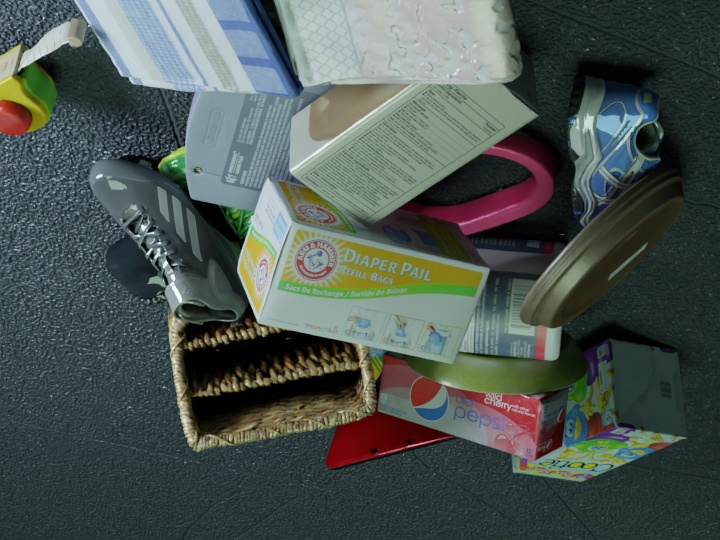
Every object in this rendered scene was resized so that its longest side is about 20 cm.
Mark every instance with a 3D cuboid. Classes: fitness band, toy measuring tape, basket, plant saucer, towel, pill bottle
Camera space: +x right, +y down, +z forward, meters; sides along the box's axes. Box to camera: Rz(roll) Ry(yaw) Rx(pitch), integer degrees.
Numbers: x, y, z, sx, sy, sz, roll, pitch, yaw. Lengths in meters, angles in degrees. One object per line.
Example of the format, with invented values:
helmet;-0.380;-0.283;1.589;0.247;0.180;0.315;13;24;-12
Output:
fitness band;0.092;-0.085;1.418;0.199;0.038;0.143;-18;141;41
toy measuring tape;-0.289;-0.170;1.351;0.199;0.074;0.073;-19;140;42
basket;-0.092;0.077;1.513;0.198;0.149;0.144;-9;107;-5
plant saucer;0.226;-0.016;1.366;0.029;0.200;0.200;46;155;16
plant saucer;0.144;0.080;1.594;0.198;0.200;0.031;5;107;8
towel;0.015;-0.227;1.123;0.189;0.032;0.201;0;129;23
pill bottle;0.108;0.023;1.521;0.198;0.121;0.120;6;151;8
towel;-0.149;-0.203;1.229;0.199;0.024;0.147;10;146;35

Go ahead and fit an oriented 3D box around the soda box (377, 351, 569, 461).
soda box;0.117;0.137;1.582;0.199;0.071;0.063;14;-164;33

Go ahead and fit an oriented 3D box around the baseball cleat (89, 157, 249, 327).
baseball cleat;-0.180;-0.022;1.418;0.199;0.107;0.070;36;130;-20

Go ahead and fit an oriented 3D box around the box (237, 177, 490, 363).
box;0.000;0.000;1.374;0.198;0.113;0.102;13;110;-20

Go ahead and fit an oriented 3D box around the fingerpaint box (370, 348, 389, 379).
fingerpaint box;-0.062;0.060;1.684;0.198;0.074;0.167;15;151;-9

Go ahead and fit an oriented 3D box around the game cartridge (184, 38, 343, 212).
game cartridge;-0.089;-0.131;1.352;0.132;0.041;0.201;9;139;-13

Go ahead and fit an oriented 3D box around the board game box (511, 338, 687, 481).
board game box;0.268;0.165;1.724;0.102;0.106;0.200;10;153;-27

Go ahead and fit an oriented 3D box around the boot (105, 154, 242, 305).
boot;-0.220;-0.034;1.561;0.199;0.077;0.167;25;144;-37

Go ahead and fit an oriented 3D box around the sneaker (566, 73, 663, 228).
sneaker;0.227;-0.094;1.320;0.076;0.076;0.200;5;153;15

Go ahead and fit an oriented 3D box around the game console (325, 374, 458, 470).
game console;0.081;0.172;1.749;0.199;0.120;0.172;-18;154;31

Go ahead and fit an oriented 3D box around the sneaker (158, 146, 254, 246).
sneaker;-0.103;-0.066;1.461;0.199;0.084;0.074;22;153;-19

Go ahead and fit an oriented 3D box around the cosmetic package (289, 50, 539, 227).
cosmetic package;0.043;-0.131;1.268;0.199;0.072;0.105;-31;131;31

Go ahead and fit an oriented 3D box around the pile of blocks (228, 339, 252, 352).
pile of blocks;-0.124;0.131;1.668;0.062;0.083;0.200;15;151;-1
